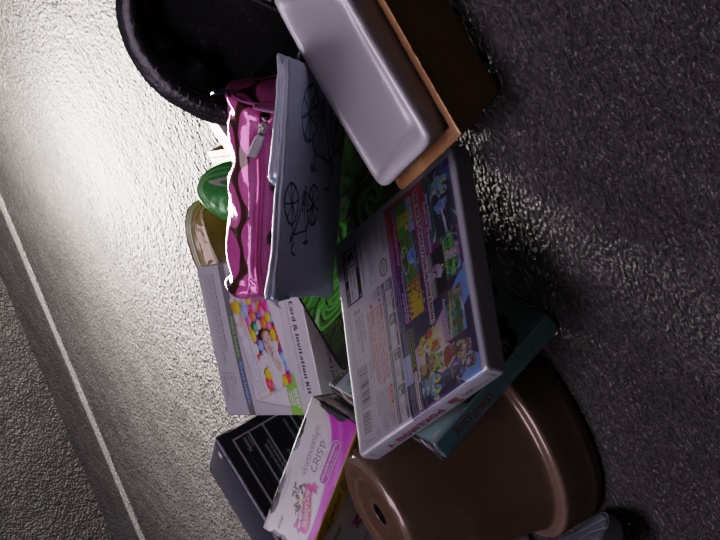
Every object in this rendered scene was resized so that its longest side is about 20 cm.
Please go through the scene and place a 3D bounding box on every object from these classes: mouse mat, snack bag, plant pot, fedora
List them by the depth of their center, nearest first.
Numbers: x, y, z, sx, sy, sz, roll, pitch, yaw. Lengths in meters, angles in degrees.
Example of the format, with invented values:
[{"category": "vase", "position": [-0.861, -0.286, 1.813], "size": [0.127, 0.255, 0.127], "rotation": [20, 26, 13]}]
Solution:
[{"category": "snack bag", "position": [-0.046, -0.072, 1.545], "size": [0.188, 0.021, 0.202], "rotation": [-1, -85, -77]}, {"category": "plant pot", "position": [0.084, 0.169, 1.609], "size": [0.201, 0.174, 0.201], "rotation": [52, 159, 29]}, {"category": "mouse mat", "position": [-0.006, -0.035, 1.627], "size": [0.161, 0.007, 0.201], "rotation": [57, 131, 38]}, {"category": "fedora", "position": [-0.118, -0.233, 1.667], "size": [0.202, 0.199, 0.092], "rotation": [66, -164, -12]}]

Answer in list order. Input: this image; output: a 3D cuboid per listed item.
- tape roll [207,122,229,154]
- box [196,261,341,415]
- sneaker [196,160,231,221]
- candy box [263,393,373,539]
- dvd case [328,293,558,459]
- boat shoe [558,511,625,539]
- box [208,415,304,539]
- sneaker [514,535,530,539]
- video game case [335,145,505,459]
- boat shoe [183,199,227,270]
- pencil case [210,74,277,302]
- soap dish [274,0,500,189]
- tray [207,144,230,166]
[{"category": "tape roll", "position": [-0.118, -0.190, 1.827], "size": [0.201, 0.048, 0.201], "rotation": [52, 159, 28]}, {"category": "box", "position": [-0.085, 0.063, 1.807], "size": [0.199, 0.041, 0.158], "rotation": [-6, 97, 57]}, {"category": "sneaker", "position": [-0.099, -0.063, 1.859], "size": [0.199, 0.083, 0.075], "rotation": [28, 100, 38]}, {"category": "candy box", "position": [0.009, 0.183, 1.717], "size": [0.061, 0.199, 0.138], "rotation": [29, 106, 30]}, {"category": "dvd case", "position": [0.066, 0.075, 1.572], "size": [0.022, 0.146, 0.200], "rotation": [47, 169, -25]}, {"category": "boat shoe", "position": [0.205, 0.260, 1.605], "size": [0.067, 0.074, 0.200], "rotation": [44, 169, 4]}, {"category": "box", "position": [-0.026, 0.225, 1.929], "size": [0.201, 0.197, 0.123], "rotation": [57, 160, 14]}, {"category": "sneaker", "position": [0.108, 0.252, 1.787], "size": [0.081, 0.088, 0.202], "rotation": [34, 147, 53]}, {"category": "video game case", "position": [0.045, 0.028, 1.509], "size": [0.182, 0.023, 0.202], "rotation": [-39, 49, 46]}, {"category": "boat shoe", "position": [-0.117, 0.009, 1.981], "size": [0.076, 0.072, 0.201], "rotation": [-2, 123, 53]}, {"category": "pencil case", "position": [-0.084, -0.070, 1.619], "size": [0.094, 0.090, 0.202], "rotation": [-107, 15, -64]}, {"category": "soap dish", "position": [0.019, -0.177, 1.439], "size": [0.201, 0.081, 0.157], "rotation": [61, 161, 4]}, {"category": "tray", "position": [-0.096, -0.045, 1.986], "size": [0.202, 0.037, 0.098], "rotation": [66, 160, -10]}]
